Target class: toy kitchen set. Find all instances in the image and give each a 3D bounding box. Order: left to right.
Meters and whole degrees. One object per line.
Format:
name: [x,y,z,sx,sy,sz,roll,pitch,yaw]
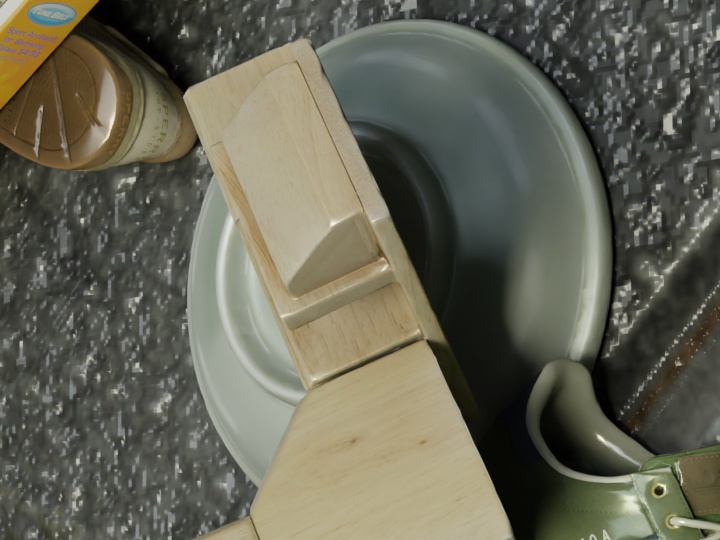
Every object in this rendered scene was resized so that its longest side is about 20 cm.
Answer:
toy kitchen set: [-0.063,0.034,0.919,0.180,0.163,0.201,-24,62,0]

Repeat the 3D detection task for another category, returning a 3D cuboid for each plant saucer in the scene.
plant saucer: [0.000,0.000,1.056,0.199,0.050,0.201,-7,78,36]

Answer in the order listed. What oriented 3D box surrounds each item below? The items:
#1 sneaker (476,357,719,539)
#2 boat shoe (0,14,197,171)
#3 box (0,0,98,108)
sneaker: [0.109,0.102,0.943,0.200,0.067,0.090,35,109,39]
boat shoe: [-0.151,-0.091,1.177,0.200,0.064,0.072,34,106,35]
box: [-0.185,-0.109,1.139,0.200,0.041,0.119,-46,61,27]
